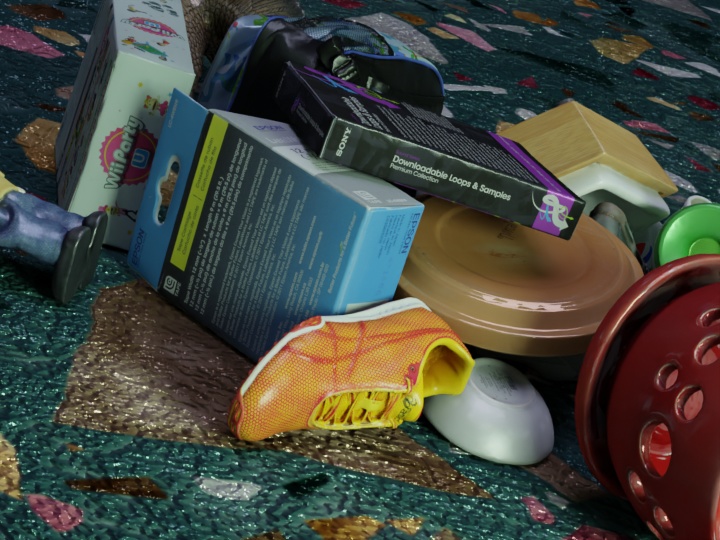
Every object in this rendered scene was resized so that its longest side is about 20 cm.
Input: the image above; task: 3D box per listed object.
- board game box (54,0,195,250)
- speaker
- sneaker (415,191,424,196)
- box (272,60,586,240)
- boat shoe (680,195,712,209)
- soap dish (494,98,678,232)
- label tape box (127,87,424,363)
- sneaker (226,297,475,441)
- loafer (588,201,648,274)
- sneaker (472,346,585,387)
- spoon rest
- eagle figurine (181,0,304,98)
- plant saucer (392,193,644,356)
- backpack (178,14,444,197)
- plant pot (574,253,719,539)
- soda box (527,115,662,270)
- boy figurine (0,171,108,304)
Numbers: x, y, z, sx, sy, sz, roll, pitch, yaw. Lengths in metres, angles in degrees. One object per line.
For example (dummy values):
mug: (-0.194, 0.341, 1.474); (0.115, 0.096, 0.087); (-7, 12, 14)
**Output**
board game box: (-0.183, -0.122, 1.639); (0.064, 0.149, 0.200); (16, 20, -14)
speaker: (0.280, 0.000, 1.729); (0.088, 0.089, 0.200); (23, -4, 12)
sneaker: (0.048, -0.060, 1.826); (0.099, 0.076, 0.200); (-7, 25, -1)
box: (0.046, -0.085, 1.511); (0.199, 0.036, 0.143); (19, 14, -21)
boat shoe: (0.327, -0.011, 1.912); (0.070, 0.070, 0.200); (13, 20, -15)
soap dish: (0.152, -0.066, 1.723); (0.200, 0.156, 0.082); (14, 56, -65)
label tape box: (-0.064, -0.023, 1.485); (0.199, 0.144, 0.066); (33, 25, 35)
sneaker: (-0.002, 0.070, 1.385); (0.199, 0.073, 0.077); (-20, 51, -40)
loafer: (0.202, -0.008, 1.709); (0.071, 0.063, 0.200); (17, -4, 11)
sneaker: (0.174, 0.053, 1.600); (0.199, 0.080, 0.074); (18, 32, -15)
spoon rest: (0.073, 0.070, 1.516); (0.099, 0.061, 0.201); (7, 36, -26)
eagle figurine: (-0.135, -0.218, 1.969); (0.150, 0.152, 0.200); (35, 10, -16)
plant saucer: (0.107, -0.007, 1.537); (0.198, 0.033, 0.201); (8, 31, -5)
backpack: (-0.035, -0.116, 1.700); (0.146, 0.184, 0.199); (31, 19, 30)
plant pot: (0.247, 0.099, 1.380); (0.199, 0.202, 0.182); (3, 16, -36)
soda box: (0.193, -0.058, 1.889); (0.063, 0.068, 0.200); (41, 4, -38)
boy figurine: (-0.277, -0.043, 1.468); (0.198, 0.065, 0.124); (19, 20, 4)
